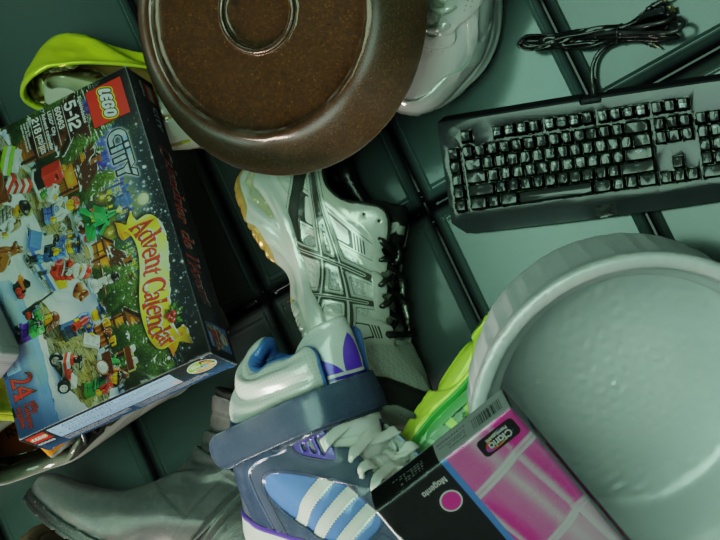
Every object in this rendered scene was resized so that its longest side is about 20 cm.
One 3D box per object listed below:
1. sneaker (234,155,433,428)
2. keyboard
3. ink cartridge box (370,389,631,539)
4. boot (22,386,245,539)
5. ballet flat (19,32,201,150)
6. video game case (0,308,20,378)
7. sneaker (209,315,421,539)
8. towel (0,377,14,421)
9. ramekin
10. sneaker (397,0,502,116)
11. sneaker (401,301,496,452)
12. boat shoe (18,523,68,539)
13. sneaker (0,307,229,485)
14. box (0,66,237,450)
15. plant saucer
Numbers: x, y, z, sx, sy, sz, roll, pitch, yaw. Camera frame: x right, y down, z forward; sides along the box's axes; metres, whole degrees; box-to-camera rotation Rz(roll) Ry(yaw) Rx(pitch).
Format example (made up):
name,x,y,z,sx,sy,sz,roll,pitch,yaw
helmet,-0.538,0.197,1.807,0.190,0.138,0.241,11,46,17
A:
name,x,y,z,sx,sy,sz,roll,pitch,yaw
sneaker,0.000,0.000,1.467,0.088,0.076,0.200,-34,78,19
keyboard,0.142,-0.095,1.439,0.200,0.021,0.127,-8,87,21
ink cartridge box,0.104,0.169,1.307,0.095,0.037,0.200,-39,107,6
boot,-0.108,0.132,1.523,0.200,0.070,0.132,20,94,10
ballet flat,-0.132,-0.107,1.523,0.200,0.067,0.067,13,125,23
video game case,-0.305,0.034,1.508,0.182,0.022,0.200,-48,56,28
sneaker,0.003,0.103,1.377,0.200,0.081,0.147,9,108,39
towel,-0.277,0.050,1.532,0.200,0.018,0.086,3,83,33
ramekin,0.155,0.074,1.352,0.200,0.098,0.201,-1,105,-4
sneaker,0.053,-0.189,1.433,0.078,0.099,0.200,26,99,19
sneaker,0.079,0.100,1.434,0.084,0.074,0.200,37,103,22
boat shoe,-0.169,0.263,1.547,0.075,0.075,0.202,-43,73,39
sneaker,-0.168,0.081,1.520,0.200,0.079,0.074,-31,111,14
box,-0.168,-0.008,1.457,0.137,0.038,0.200,-25,67,16
plant saucer,-0.056,-0.157,1.431,0.200,0.034,0.200,3,96,27
